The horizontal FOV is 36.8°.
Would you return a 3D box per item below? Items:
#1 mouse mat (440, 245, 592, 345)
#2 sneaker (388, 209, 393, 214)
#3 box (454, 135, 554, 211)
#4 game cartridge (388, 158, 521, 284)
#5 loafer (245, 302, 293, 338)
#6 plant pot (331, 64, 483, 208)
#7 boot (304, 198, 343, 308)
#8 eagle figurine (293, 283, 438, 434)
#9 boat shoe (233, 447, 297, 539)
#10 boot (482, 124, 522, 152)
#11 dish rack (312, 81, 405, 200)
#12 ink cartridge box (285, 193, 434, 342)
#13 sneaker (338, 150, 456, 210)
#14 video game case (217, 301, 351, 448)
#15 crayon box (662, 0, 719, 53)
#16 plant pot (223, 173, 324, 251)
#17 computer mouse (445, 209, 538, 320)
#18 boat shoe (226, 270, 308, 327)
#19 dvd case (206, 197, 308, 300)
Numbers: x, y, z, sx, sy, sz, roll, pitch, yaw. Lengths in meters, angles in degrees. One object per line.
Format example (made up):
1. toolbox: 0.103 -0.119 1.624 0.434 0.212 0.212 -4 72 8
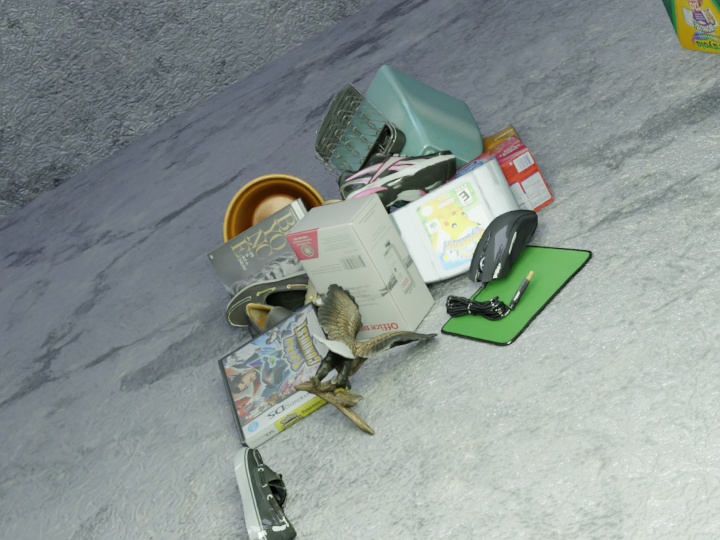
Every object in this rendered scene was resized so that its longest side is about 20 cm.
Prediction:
1. mouse mat: 0.218 0.031 1.523 0.200 0.008 0.160 -42 24 -22
2. sneaker: 0.041 -0.081 1.868 0.145 0.077 0.204 -26 31 45
3. box: 0.193 -0.113 1.722 0.198 0.100 0.096 -32 22 3
4. game cartridge: 0.147 -0.065 1.645 0.198 0.135 0.040 -28 -1 3
5. loafer: -0.130 0.095 1.767 0.073 0.073 0.198 -44 26 -29
6. plant pot: 0.097 -0.190 1.835 0.198 0.193 0.201 -58 33 21
7. boot: -0.045 -0.019 1.740 0.200 0.071 0.158 128 152 -69
8. eagle figurine: -0.004 0.105 1.493 0.150 0.152 0.201 -15 30 51
9. boat shoe: -0.120 0.290 1.385 0.056 0.069 0.201 -24 29 -1
10. boot: 0.220 -0.176 1.871 0.143 0.071 0.202 -34 19 14
11. dish rack: -0.015 -0.212 1.786 0.200 0.054 0.155 50 118 38
12. ink cartridge box: 0.000 0.000 1.622 0.145 0.202 0.083 -8 29 43
13. sneaker: 0.054 -0.152 1.665 0.197 0.081 0.087 -19 56 -19
14. video game case: -0.119 0.155 1.633 0.179 0.026 0.201 -32 38 3
15. crayon box: 0.591 -0.429 1.806 0.058 0.120 0.200 -34 22 -5
16. plant pot: -0.152 -0.081 2.022 0.198 0.202 0.183 -32 7 1
17. computer mouse: 0.202 -0.018 1.535 0.201 0.046 0.140 -53 28 -16
18. boat shoe: -0.153 0.056 1.875 0.198 0.072 0.061 -22 21 19
19. dvd case: -0.154 -0.014 1.921 0.198 0.150 0.016 -30 5 6
